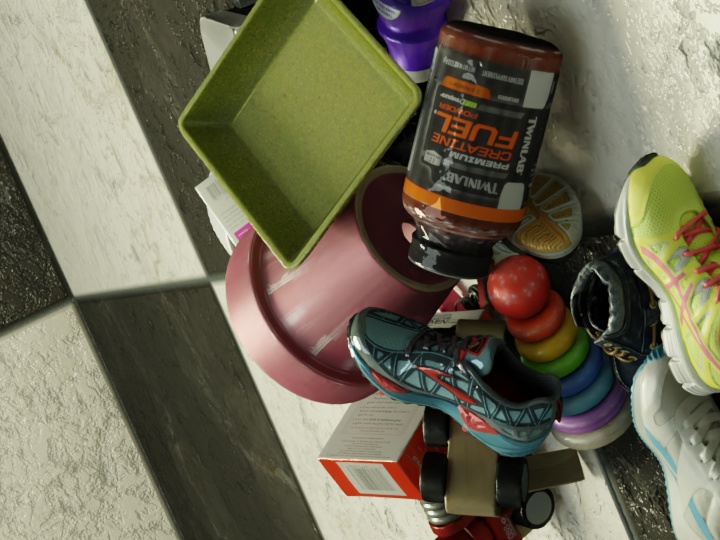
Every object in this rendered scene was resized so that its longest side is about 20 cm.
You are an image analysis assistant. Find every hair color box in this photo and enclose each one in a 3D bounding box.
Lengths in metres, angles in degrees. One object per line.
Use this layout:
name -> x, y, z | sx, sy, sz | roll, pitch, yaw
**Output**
hair color box -> 0.056, 0.131, 1.542 | 0.110, 0.201, 0.064 | -4, 133, 44

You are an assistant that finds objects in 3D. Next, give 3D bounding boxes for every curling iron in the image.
curling iron -> 0.113, -0.014, 1.538 | 0.049, 0.025, 0.201 | 30, 143, 34

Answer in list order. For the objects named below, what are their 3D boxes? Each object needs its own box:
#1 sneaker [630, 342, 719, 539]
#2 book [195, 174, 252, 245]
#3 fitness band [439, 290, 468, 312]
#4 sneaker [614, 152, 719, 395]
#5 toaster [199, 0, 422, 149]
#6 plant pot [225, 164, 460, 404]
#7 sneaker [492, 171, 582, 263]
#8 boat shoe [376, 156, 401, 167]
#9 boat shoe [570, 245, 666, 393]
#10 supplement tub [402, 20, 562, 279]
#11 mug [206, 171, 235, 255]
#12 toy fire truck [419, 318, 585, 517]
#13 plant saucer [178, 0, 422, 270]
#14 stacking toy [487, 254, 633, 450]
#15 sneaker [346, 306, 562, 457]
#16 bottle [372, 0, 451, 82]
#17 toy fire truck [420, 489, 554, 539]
sneaker -> 0.286, 0.148, 1.278 | 0.080, 0.076, 0.201 | 8, 128, 54
book -> -0.070, -0.046, 1.681 | 0.201, 0.133, 0.048 | 55, -166, -3
fitness band -> 0.081, 0.074, 1.707 | 0.144, 0.037, 0.201 | 53, 157, 19
sneaker -> 0.262, 0.001, 1.170 | 0.090, 0.078, 0.201 | 0, 120, 57
toaster -> -0.040, -0.187, 1.503 | 0.119, 0.180, 0.202 | 34, 143, 56
plant pot -> 0.000, 0.000, 1.443 | 0.179, 0.199, 0.201 | -40, 76, 46
sneaker -> 0.147, -0.041, 1.391 | 0.200, 0.075, 0.088 | 45, 160, 59
boat shoe -> 0.025, -0.081, 1.628 | 0.075, 0.062, 0.201 | 83, 167, -50
boat shoe -> 0.216, 0.046, 1.286 | 0.071, 0.090, 0.201 | 47, 153, 36
supplement tub -> 0.095, -0.098, 1.283 | 0.107, 0.106, 0.202 | 32, 114, 53
mug -> -0.105, -0.107, 1.806 | 0.175, 0.146, 0.202 | -135, 49, -64
toy fire truck -> 0.142, 0.148, 1.481 | 0.200, 0.127, 0.178 | 37, -125, -72
plant saucer -> -0.046, -0.137, 1.355 | 0.200, 0.048, 0.200 | -52, 60, 23
stacking toy -> 0.170, 0.064, 1.351 | 0.085, 0.085, 0.201 | 32, 159, 53
sneaker -> 0.086, 0.075, 1.324 | 0.199, 0.080, 0.096 | 27, 139, -4
bottle -> 0.043, -0.262, 1.375 | 0.083, 0.065, 0.201 | 43, 150, 40
toy fire truck -> 0.073, 0.240, 1.620 | 0.128, 0.200, 0.177 | 10, 133, 56
